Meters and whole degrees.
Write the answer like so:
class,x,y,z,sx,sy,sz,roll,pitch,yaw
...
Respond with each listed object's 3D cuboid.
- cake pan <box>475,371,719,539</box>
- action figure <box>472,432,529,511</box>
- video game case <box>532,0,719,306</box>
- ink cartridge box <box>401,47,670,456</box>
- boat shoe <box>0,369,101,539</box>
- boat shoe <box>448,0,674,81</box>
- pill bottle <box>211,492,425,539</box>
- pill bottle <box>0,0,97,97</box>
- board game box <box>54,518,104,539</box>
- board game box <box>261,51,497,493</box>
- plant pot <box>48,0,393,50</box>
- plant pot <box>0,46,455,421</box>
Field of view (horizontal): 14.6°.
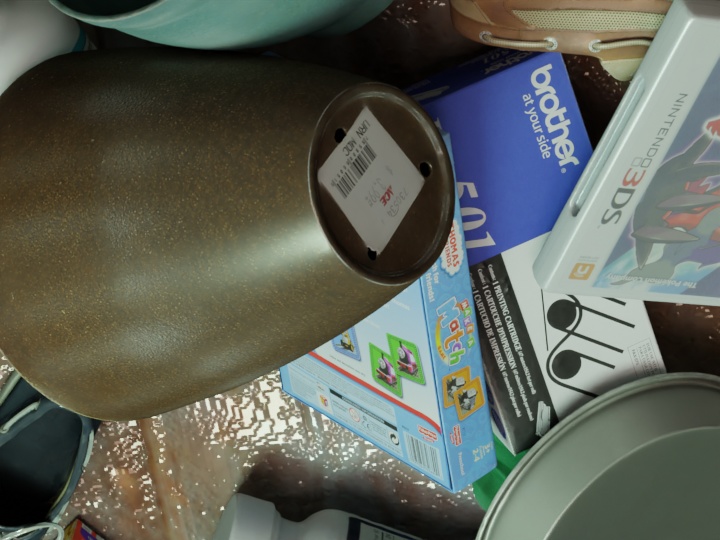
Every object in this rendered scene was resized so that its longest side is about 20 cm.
class,x,y,z,sx,sy,sz,roll,pitch,yaw
cake pan,0.153,0.149,1.505,0.200,0.037,0.201,-15,126,-22
action figure,0.078,0.077,1.543,0.200,0.055,0.118,42,118,-17
video game case,0.208,-0.053,1.413,0.199,0.023,0.182,4,132,-27
ink cartridge box,0.085,-0.013,1.458,0.094,0.044,0.200,-24,111,-8
boat shoe,-0.199,0.128,1.597,0.075,0.062,0.200,28,121,-16
boat shoe,0.138,-0.135,1.395,0.199,0.076,0.072,10,130,-3
pill bottle,0.007,0.203,1.592,0.199,0.116,0.116,20,122,-6
pill bottle,-0.167,-0.065,1.446,0.111,0.111,0.200,-28,115,21
board game box,-0.176,0.260,1.685,0.151,0.046,0.200,37,118,-17
board game box,0.000,0.000,1.457,0.037,0.151,0.200,-29,126,-28
plant pot,-0.047,-0.187,1.327,0.200,0.201,0.134,-40,137,26
plant pot,-0.057,-0.028,1.330,0.200,0.187,0.187,-9,126,47
